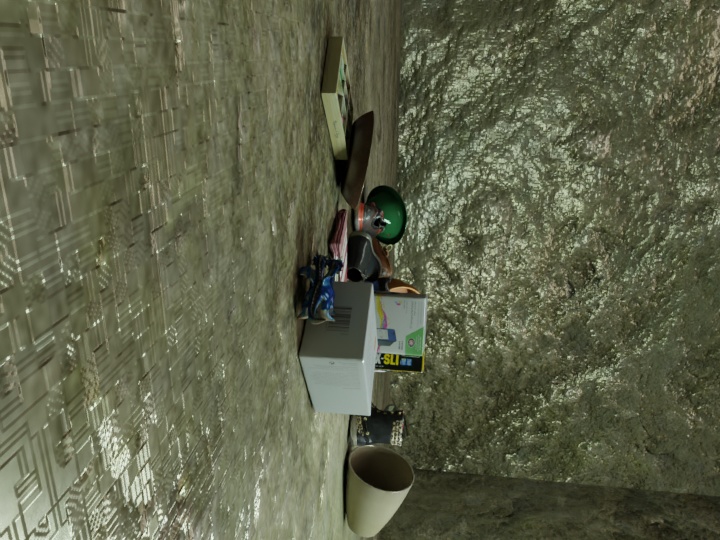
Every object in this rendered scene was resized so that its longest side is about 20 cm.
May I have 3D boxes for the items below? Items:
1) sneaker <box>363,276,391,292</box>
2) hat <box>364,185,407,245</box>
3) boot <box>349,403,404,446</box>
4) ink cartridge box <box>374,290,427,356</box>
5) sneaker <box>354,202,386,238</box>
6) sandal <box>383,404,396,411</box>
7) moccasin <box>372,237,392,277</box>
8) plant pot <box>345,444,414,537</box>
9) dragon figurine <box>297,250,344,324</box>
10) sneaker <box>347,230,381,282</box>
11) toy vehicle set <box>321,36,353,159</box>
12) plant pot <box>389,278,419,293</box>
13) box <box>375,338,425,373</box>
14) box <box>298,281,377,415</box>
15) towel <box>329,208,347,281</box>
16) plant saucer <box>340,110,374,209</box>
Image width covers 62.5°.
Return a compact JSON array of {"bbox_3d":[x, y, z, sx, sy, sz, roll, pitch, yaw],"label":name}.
[{"bbox_3d":[0.042,0.102,1.653,0.077,0.110,0.203,-1,94,-84],"label":"sneaker"},{"bbox_3d":[0.018,-0.145,1.648,0.175,0.165,0.202,-22,134,-41],"label":"hat"},{"bbox_3d":[0.049,0.399,1.673,0.074,0.149,0.202,83,12,-56],"label":"boot"},{"bbox_3d":[0.064,0.128,1.483,0.087,0.197,0.147,-22,115,-79],"label":"ink cartridge box"},{"bbox_3d":[0.027,-0.107,1.547,0.200,0.081,0.078,84,10,-70],"label":"sneaker"},{"bbox_3d":[0.139,0.787,3.067,0.057,0.079,0.204,-135,-128,-75],"label":"sandal"},{"bbox_3d":[0.048,-0.042,1.654,0.202,0.077,0.074,-116,-139,-64],"label":"moccasin"},{"bbox_3d":[0.032,0.622,1.631,0.187,0.185,0.202,-67,173,-72],"label":"plant pot"},{"bbox_3d":[-0.063,0.024,0.910,0.200,0.058,0.101,-42,135,-82],"label":"dragon figurine"},{"bbox_3d":[0.000,0.000,1.463,0.201,0.074,0.107,66,31,-57],"label":"sneaker"},{"bbox_3d":[-0.040,-0.314,1.106,0.200,0.026,0.126,78,16,-67],"label":"toy vehicle set"},{"bbox_3d":[0.127,0.119,2.162,0.140,0.197,0.202,-110,-162,-63],"label":"plant pot"},{"bbox_3d":[0.071,0.183,1.562,0.049,0.197,0.162,72,23,-76],"label":"box"},{"bbox_3d":[-0.032,0.138,1.035,0.201,0.105,0.154,85,10,-50],"label":"box"},{"bbox_3d":[-0.044,-0.008,1.245,0.145,0.022,0.202,-81,173,-57],"label":"towel"},{"bbox_3d":[-0.010,-0.227,1.211,0.200,0.036,0.203,-170,-90,-82],"label":"plant saucer"}]
